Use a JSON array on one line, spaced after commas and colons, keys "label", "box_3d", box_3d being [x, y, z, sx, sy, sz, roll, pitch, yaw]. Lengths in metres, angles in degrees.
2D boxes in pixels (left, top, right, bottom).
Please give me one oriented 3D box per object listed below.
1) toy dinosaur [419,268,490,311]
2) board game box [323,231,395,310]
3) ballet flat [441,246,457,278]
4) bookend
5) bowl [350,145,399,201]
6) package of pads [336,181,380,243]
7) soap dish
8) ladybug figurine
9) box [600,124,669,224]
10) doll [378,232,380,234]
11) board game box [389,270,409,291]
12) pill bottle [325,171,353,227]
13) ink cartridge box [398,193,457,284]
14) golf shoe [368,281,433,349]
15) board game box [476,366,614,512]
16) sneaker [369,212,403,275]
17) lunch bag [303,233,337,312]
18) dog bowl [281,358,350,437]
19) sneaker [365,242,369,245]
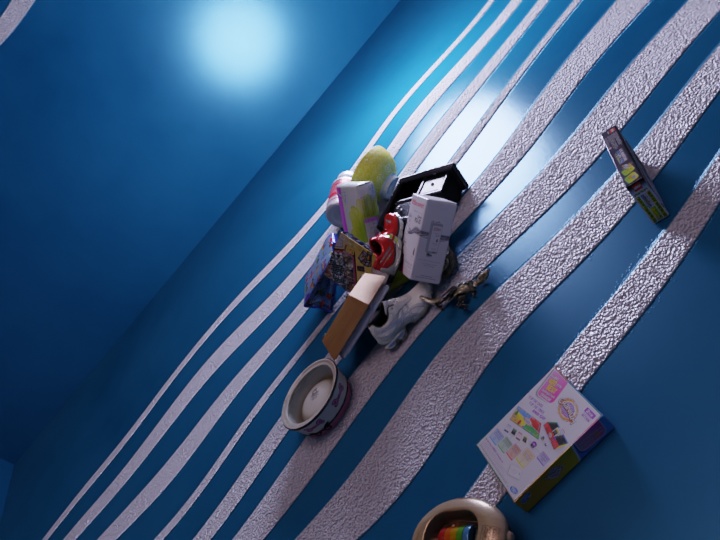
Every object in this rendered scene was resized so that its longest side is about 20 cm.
[{"label": "toy dinosaur", "box_3d": [0.216, 0.059, 1.528, 0.198, 0.048, 0.088, -23, 23, 30]}, {"label": "board game box", "box_3d": [0.000, 0.000, 1.795, 0.199, 0.034, 0.137, 35, 111, 30]}, {"label": "ballet flat", "box_3d": [0.208, -0.054, 1.697, 0.067, 0.046, 0.201, -36, 29, 26]}, {"label": "bookend", "box_3d": [0.172, -0.179, 1.830, 0.197, 0.092, 0.201, -10, 43, 42]}, {"label": "bowl", "box_3d": [0.063, -0.291, 2.139, 0.107, 0.200, 0.201, 31, 78, 20]}, {"label": "package of pads", "box_3d": [-0.002, -0.172, 2.022, 0.067, 0.203, 0.154, -17, 14, -25]}, {"label": "soap dish", "box_3d": [-0.014, 0.113, 1.684, 0.201, 0.081, 0.158, -60, -3, 32]}, {"label": "ladybug figurine", "box_3d": [0.171, 0.445, 1.074, 0.199, 0.072, 0.137, -22, 37, 44]}, {"label": "box", "box_3d": [0.536, -0.192, 1.296, 0.035, 0.110, 0.201, -34, 30, 27]}, {"label": "doll", "box_3d": [0.102, -0.169, 1.966, 0.137, 0.048, 0.201, 94, -158, -60]}, {"label": "board game box", "box_3d": [0.054, 0.019, 1.840, 0.199, 0.048, 0.102, -31, 31, 33]}, {"label": "pill bottle", "box_3d": [-0.054, -0.252, 2.289, 0.112, 0.112, 0.202, -31, 32, 33]}, {"label": "ink cartridge box", "box_3d": [0.163, -0.083, 1.648, 0.147, 0.082, 0.203, -132, 53, -74]}, {"label": "golf shoe", "box_3d": [0.099, 0.093, 1.620, 0.201, 0.097, 0.078, -53, 25, -10]}, {"label": "board game box", "box_3d": [0.306, 0.281, 1.115, 0.200, 0.040, 0.153, -46, 26, 7]}, {"label": "sneaker", "box_3d": [0.064, -0.079, 1.710, 0.077, 0.084, 0.202, 111, 167, -47]}, {"label": "lunch bag", "box_3d": [-0.103, -0.005, 1.969, 0.151, 0.093, 0.202, -94, 19, -55]}, {"label": "dog bowl", "box_3d": [-0.106, 0.326, 1.659, 0.199, 0.074, 0.201, -38, 29, 25]}, {"label": "sneaker", "box_3d": [0.039, -0.043, 1.924, 0.198, 0.081, 0.076, -5, 46, 29]}]
